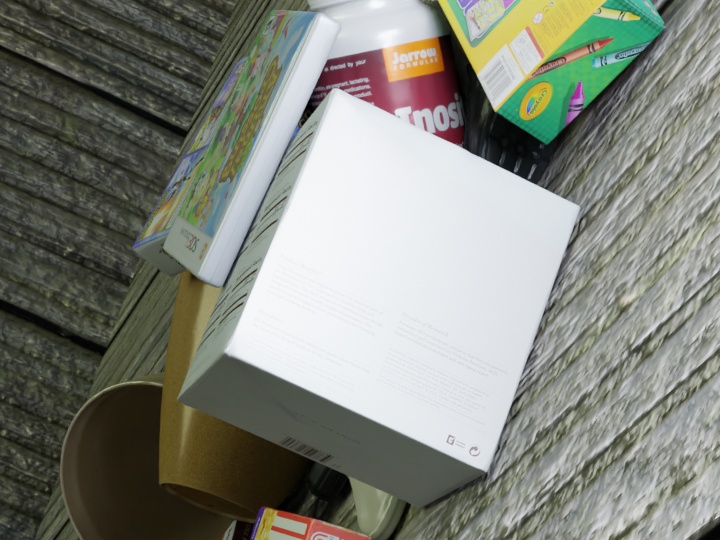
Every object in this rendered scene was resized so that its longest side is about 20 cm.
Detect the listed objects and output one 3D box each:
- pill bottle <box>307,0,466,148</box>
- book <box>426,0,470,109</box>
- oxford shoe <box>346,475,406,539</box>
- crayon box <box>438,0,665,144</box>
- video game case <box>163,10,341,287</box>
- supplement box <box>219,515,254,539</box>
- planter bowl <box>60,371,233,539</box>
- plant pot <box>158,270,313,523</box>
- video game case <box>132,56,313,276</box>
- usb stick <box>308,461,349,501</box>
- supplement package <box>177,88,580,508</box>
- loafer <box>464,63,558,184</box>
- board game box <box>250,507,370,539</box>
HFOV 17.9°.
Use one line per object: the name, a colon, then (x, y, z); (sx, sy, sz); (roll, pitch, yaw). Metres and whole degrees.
pill bottle: (0.019, -0.128, 1.700); (0.113, 0.113, 0.201); (-160, 57, -79)
book: (0.036, -0.100, 1.793); (0.048, 0.134, 0.200); (-10, -22, -49)
oxford shoe: (0.001, 0.113, 1.692); (0.075, 0.058, 0.200); (-48, 33, 41)
crayon box: (0.122, -0.198, 1.605); (0.119, 0.058, 0.200); (-45, 40, 21)
video game case: (-0.081, -0.092, 1.637); (0.200, 0.022, 0.182); (-65, 15, 1)
supplement box: (-0.126, 0.307, 1.924); (0.200, 0.061, 0.109); (-55, 15, 41)
planter bowl: (-0.148, 0.175, 2.041); (0.200, 0.200, 0.135); (-60, -14, 27)
plant pot: (-0.087, 0.097, 1.872); (0.186, 0.186, 0.200); (146, 145, -70)
video game case: (-0.081, -0.101, 1.808); (0.181, 0.045, 0.200); (-18, 40, 56)
usb stick: (0.013, 0.095, 1.797); (0.200, 0.033, 0.055); (-60, 13, 26)
supplement package: (0.011, 0.023, 1.544); (0.200, 0.191, 0.147); (-69, 11, -21)
loafer: (0.111, -0.136, 1.685); (0.070, 0.068, 0.201); (-7, 67, 56)
board game box: (-0.056, 0.255, 1.669); (0.200, 0.046, 0.152); (164, 124, -76)
